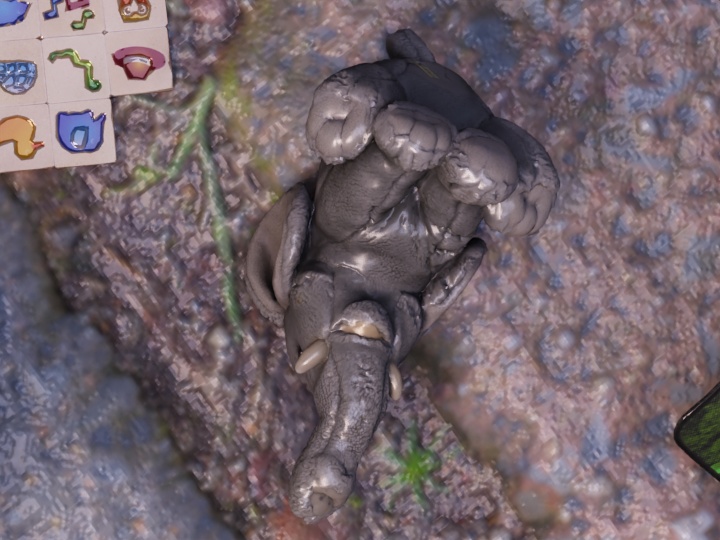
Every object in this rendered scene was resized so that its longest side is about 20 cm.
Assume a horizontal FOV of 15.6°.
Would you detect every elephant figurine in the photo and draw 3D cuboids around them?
[{"bbox_3d":[0.000,0.000,1.331,0.141,0.155,0.201,34,113,23],"label":"elephant figurine"}]

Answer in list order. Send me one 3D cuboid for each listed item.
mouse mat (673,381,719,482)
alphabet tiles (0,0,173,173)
[{"bbox_3d":[0.275,0.056,1.384,0.200,0.008,0.161,-43,129,11],"label":"mouse mat"},{"bbox_3d":[-0.198,-0.132,1.340,0.198,0.008,0.169,-6,92,-13],"label":"alphabet tiles"}]
